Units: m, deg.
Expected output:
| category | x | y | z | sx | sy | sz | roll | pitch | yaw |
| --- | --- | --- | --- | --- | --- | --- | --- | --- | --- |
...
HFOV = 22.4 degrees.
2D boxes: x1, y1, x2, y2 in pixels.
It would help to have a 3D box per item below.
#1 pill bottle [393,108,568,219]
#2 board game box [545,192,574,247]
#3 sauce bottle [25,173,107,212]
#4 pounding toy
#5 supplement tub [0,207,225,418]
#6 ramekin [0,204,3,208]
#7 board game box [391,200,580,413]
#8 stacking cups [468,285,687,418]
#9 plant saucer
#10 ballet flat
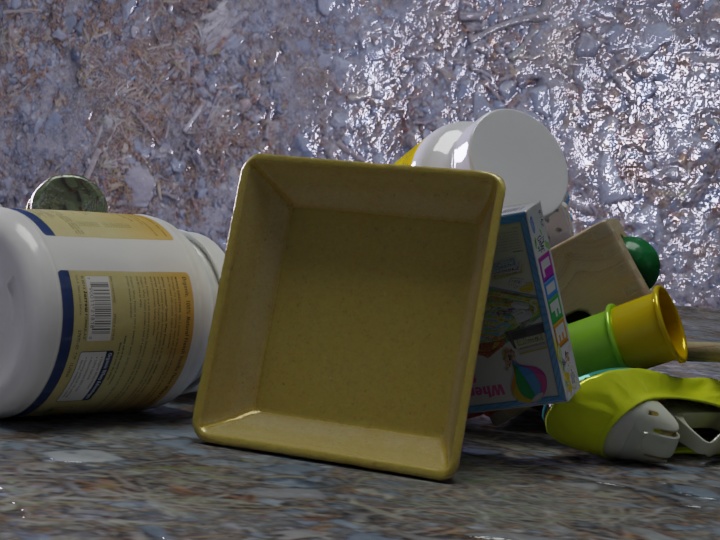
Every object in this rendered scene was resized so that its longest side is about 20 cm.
| category | x | y | z | sx | sy | sz | roll | pitch | yaw |
| --- | --- | --- | --- | --- | --- | --- | --- | --- | --- |
| pill bottle | 0.065 | -0.041 | 1.352 | 0.111 | 0.114 | 0.200 | 3 | -22 | -28 |
| board game box | 0.116 | 0.010 | 1.641 | 0.198 | 0.201 | 0.026 | 2 | 39 | 28 |
| sauce bottle | -0.250 | -0.012 | 1.466 | 0.064 | 0.065 | 0.200 | 4 | -23 | -18 |
| pounding toy | 0.186 | 0.047 | 1.461 | 0.199 | 0.143 | 0.184 | -29 | -4 | 11 |
| supplement tub | -0.197 | 0.030 | 1.309 | 0.143 | 0.146 | 0.199 | 7 | 4 | 42 |
| ramekin | -0.354 | -0.002 | 1.382 | 0.198 | 0.106 | 0.201 | 9 | 26 | -4 |
| board game box | 0.044 | 0.035 | 1.274 | 0.198 | 0.136 | 0.034 | -8 | 11 | 26 |
| stacking cups | 0.144 | 0.074 | 1.365 | 0.198 | 0.061 | 0.060 | -23 | -7 | 20 |
| plant saucer | -0.002 | 0.030 | 1.218 | 0.198 | 0.202 | 0.048 | 6 | -10 | 26 |
| ballet flat | 0.217 | 0.110 | 1.316 | 0.199 | 0.067 | 0.067 | 3 | 32 | -44 |
